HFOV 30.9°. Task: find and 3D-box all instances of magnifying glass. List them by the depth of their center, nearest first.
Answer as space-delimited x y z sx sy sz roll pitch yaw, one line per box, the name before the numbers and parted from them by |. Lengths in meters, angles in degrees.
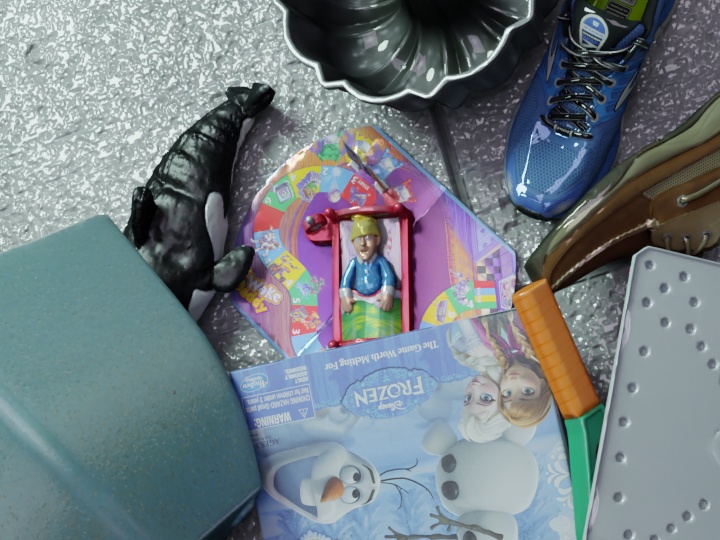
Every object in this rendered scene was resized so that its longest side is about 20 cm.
magnifying glass | 0.140 0.101 0.765 0.079 0.022 0.202 -27 94 -31

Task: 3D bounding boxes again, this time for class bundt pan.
bundt pan | 0.045 -0.194 0.850 0.199 0.076 0.205 -6 76 24

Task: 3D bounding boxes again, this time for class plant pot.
plant pot | -0.177 0.120 0.778 0.199 0.196 0.197 40 118 9

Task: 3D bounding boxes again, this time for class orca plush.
orca plush | -0.118 -0.041 0.869 0.105 0.071 0.201 33 89 27

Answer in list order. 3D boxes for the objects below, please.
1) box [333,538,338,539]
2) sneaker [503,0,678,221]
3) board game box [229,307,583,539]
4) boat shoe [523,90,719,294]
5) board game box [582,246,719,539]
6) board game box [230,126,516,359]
box | -0.022 0.282 0.776 0.136 0.039 0.202 -31 89 11
sneaker | 0.140 -0.129 0.818 0.078 0.089 0.202 21 87 17
board game box | 0.034 0.139 0.803 0.197 0.043 0.202 -13 87 11
boat shoe | 0.192 -0.043 0.787 0.199 0.076 0.074 -36 83 -6
board game box | 0.231 0.106 0.748 0.197 0.026 0.203 13 82 -6
board game box | 0.000 0.000 0.854 0.200 0.039 0.158 43 92 18
